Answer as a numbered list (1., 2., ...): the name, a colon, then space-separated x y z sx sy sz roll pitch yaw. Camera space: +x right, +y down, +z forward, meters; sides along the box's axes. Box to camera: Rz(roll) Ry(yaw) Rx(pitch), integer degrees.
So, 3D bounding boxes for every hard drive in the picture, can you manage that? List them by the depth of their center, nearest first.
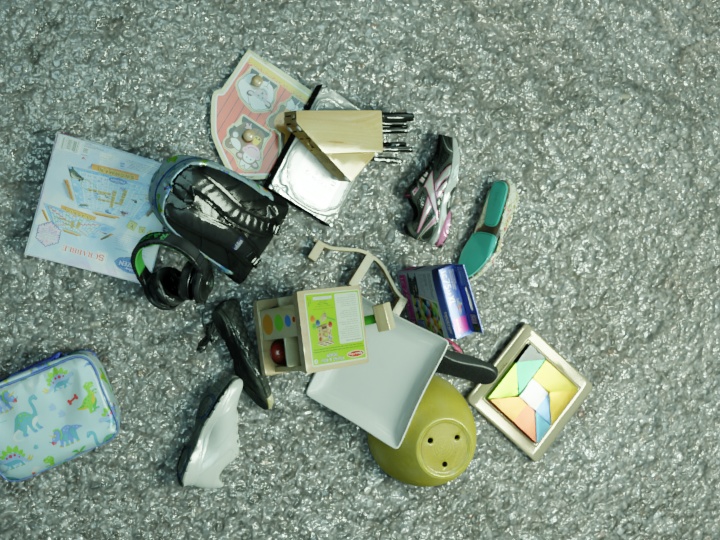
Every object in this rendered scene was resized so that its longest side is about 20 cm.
1. hard drive: -0.061 -0.195 1.294 0.139 0.038 0.202 31 83 -26

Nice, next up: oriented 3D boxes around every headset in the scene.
1. headset: -0.285 0.033 1.188 0.122 0.095 0.201 -11 128 26

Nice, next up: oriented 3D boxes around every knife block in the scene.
1. knife block: -0.004 -0.243 1.257 0.200 0.064 0.176 44 78 -24

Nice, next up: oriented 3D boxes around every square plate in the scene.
1. square plate: 0.028 0.169 1.294 0.198 0.028 0.200 26 88 26

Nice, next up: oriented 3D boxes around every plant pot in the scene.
1. plant pot: 0.124 0.290 1.313 0.197 0.142 0.203 0 91 -14

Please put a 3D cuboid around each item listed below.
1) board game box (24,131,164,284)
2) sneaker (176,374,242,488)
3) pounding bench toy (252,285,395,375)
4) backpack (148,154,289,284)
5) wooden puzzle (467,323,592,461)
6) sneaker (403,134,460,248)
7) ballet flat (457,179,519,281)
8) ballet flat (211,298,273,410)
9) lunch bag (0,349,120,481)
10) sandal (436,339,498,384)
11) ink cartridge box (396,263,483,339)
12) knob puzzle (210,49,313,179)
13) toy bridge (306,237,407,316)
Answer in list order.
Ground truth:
1. board game box: -0.414 -0.097 1.221 0.197 0.041 0.202 16 88 -14
2. sneaker: -0.239 0.272 1.270 0.086 0.074 0.202 22 93 -25
3. pounding bench toy: -0.059 0.098 1.263 0.198 0.155 0.126 -5 85 -38
4. backpack: -0.242 -0.098 1.204 0.199 0.153 0.164 27 97 -52
5. wooden puzzle: 0.323 0.231 1.415 0.200 0.037 0.186 42 82 -12
6. sneaker: 0.124 -0.147 1.337 0.085 0.080 0.203 9 84 -3
7. ballet flat: 0.241 -0.066 1.374 0.064 0.075 0.202 23 91 -47
8. ballet flat: -0.189 0.142 1.275 0.057 0.066 0.202 -32 105 -43
9. lunch bag: -0.490 0.222 1.191 0.198 0.082 0.163 -23 98 -12
10. sandal: 0.154 0.154 1.359 0.198 0.075 0.046 19 52 -10
11. ink cartridge box: 0.130 0.052 1.277 0.041 0.199 0.121 -17 95 -23
12. knob puzzle: -0.166 -0.245 1.284 0.216 0.030 0.223 -1 92 -14
13. toy bridge: 0.000 0.000 1.326 0.199 0.027 0.068 34 83 -8
